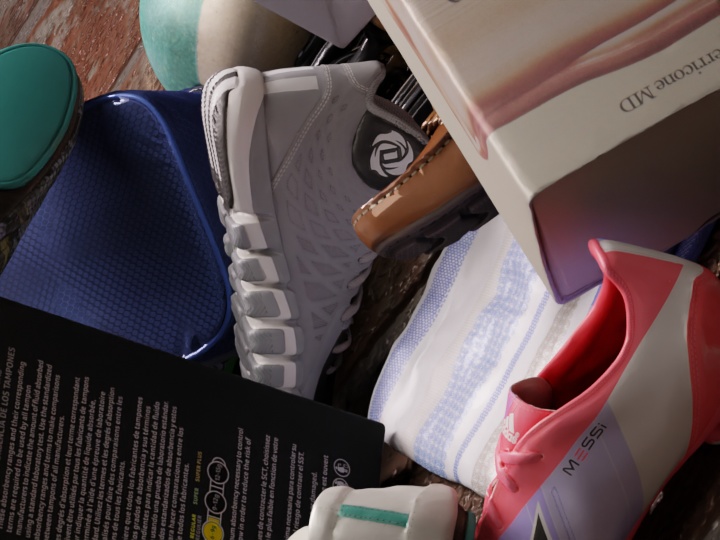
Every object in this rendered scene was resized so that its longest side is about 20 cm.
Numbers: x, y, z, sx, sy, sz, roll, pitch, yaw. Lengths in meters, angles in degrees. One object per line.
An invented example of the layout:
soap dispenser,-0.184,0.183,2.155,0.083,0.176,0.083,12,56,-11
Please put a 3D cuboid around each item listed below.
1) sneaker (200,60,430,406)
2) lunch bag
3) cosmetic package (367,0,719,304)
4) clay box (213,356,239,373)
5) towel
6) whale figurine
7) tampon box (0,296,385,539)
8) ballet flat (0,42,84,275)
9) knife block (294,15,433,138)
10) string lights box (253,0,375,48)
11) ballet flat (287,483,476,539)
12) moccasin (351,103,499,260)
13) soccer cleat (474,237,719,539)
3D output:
sneaker,0.000,0.000,1.219,0.075,0.115,0.200,-118,19,-65
lunch bag,-0.111,-0.011,1.343,0.200,0.136,0.132,-20,-3,25
cosmetic package,0.063,-0.103,1.008,0.103,0.087,0.200,-30,62,-3
clay box,-0.100,0.036,1.464,0.200,0.048,0.115,-65,20,-4
towel,0.067,0.019,1.113,0.147,0.024,0.200,-64,20,-2
whale figurine,-0.040,-0.161,1.434,0.104,0.159,0.200,18,55,27
tampon box,-0.114,0.117,1.151,0.150,0.200,0.126,-39,39,49
ballet flat,-0.183,-0.022,1.230,0.072,0.072,0.200,-42,16,44
knife block,0.041,-0.133,1.311,0.200,0.064,0.176,-38,32,48
string lights box,-0.022,-0.212,1.320,0.059,0.103,0.200,-45,25,42
ballet flat,-0.009,0.130,1.005,0.200,0.069,0.069,109,176,-57
moccasin,0.065,-0.088,1.099,0.201,0.078,0.074,-49,-6,-2
soccer cleat,0.066,0.083,0.956,0.200,0.076,0.067,-59,20,8
